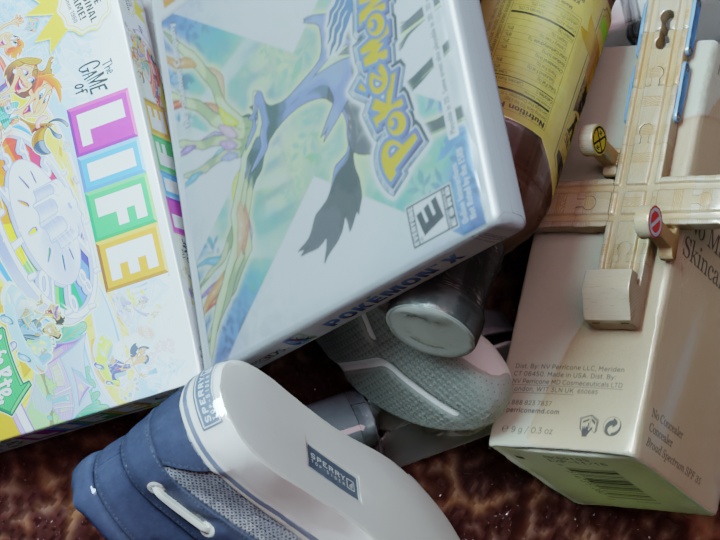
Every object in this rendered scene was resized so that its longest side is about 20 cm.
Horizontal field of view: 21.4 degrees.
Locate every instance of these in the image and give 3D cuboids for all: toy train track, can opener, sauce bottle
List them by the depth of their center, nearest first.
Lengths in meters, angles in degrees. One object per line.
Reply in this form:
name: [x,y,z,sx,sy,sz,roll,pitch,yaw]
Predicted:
sauce bottle: [0.059,-0.056,0.833,0.064,0.065,0.201,20,63,3]
toy train track: [0.125,-0.074,0.850,0.114,0.032,0.202,-1,66,35]
can opener: [-0.013,0.072,0.900,0.198,0.054,0.067,-18,41,-10]

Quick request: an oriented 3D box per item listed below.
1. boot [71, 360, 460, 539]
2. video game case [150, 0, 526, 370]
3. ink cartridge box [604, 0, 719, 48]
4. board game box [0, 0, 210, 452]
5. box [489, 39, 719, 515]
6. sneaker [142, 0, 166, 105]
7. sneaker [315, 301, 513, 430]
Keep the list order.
boot: [-0.032,0.118,0.844,0.090,0.200,0.073,-31,35,23]
video game case: [-0.019,-0.077,0.814,0.022,0.182,0.202,9,63,-43]
ink cartridge box: [0.121,-0.174,0.968,0.198,0.085,0.147,-19,73,-8]
board game box: [-0.147,-0.027,0.884,0.133,0.034,0.202,-17,79,15]
box: [0.132,0.003,0.889,0.077,0.095,0.202,0,69,37]
sneaker: [-0.080,-0.085,0.934,0.198,0.073,0.086,9,77,9]
sneaker: [0.000,0.000,0.880,0.200,0.071,0.080,33,55,31]
